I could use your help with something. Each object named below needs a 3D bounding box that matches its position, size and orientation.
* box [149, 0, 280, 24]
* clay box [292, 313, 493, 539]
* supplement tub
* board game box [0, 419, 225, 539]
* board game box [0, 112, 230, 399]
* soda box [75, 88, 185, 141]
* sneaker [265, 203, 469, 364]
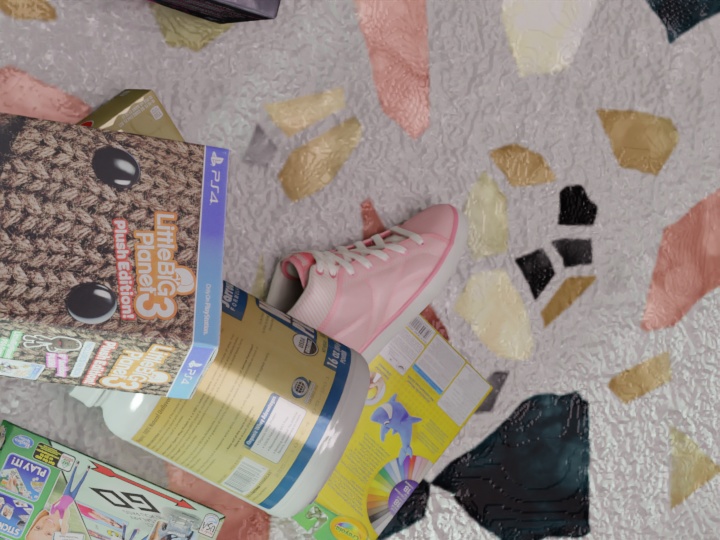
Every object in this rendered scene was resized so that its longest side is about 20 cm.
[{"bbox_3d":[-0.155,-0.276,1.370,0.200,0.115,0.132,15,89,-28],"label":"box"},{"bbox_3d":[0.009,0.137,1.538,0.115,0.048,0.200,45,77,-22],"label":"clay box"},{"bbox_3d":[-0.109,0.087,1.403,0.200,0.145,0.145,29,82,-12],"label":"supplement tub"},{"bbox_3d":[-0.220,0.218,1.440,0.200,0.029,0.135,27,82,-27],"label":"board game box"},{"bbox_3d":[-0.201,-0.011,1.273,0.200,0.097,0.160,8,63,-15],"label":"board game box"},{"bbox_3d":[-0.229,-0.057,1.385,0.200,0.064,0.068,-39,111,-19],"label":"soda box"},{"bbox_3d":[0.000,0.000,1.502,0.200,0.075,0.105,-48,118,-11],"label":"sneaker"}]
